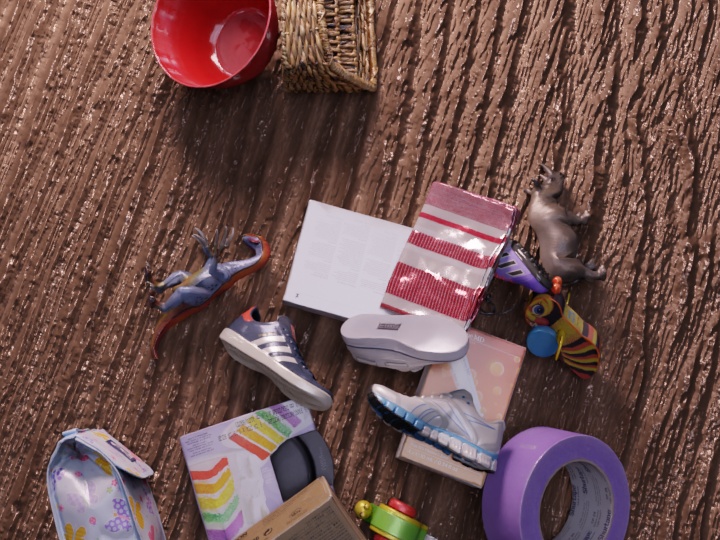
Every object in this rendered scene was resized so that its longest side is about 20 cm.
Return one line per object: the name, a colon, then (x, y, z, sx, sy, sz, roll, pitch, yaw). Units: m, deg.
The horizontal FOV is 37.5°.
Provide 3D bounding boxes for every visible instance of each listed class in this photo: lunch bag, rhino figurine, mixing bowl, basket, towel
lunch bag: (-0.335, 0.307, 1.406, 0.125, 0.170, 0.203, -20, 81, -5)
rhino figurine: (0.291, -0.069, 1.560, 0.086, 0.060, 0.203, -11, 72, -9)
mixing bowl: (-0.193, -0.347, 1.539, 0.197, 0.108, 0.204, -4, 79, 23)
basket: (-0.045, -0.373, 1.550, 0.146, 0.143, 0.204, -1, 81, -3)
towel: (0.123, -0.018, 1.482, 0.142, 0.023, 0.202, 19, 78, 29)

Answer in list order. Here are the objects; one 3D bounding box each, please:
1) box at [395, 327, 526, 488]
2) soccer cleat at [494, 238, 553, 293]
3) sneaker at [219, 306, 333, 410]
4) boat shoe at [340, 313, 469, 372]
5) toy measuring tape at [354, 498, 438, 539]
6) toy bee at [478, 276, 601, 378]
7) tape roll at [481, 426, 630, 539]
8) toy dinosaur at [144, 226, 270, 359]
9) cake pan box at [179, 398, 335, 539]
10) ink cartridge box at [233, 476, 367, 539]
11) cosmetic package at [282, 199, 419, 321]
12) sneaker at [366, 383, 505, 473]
box: (0.139, 0.187, 1.489, 0.122, 0.098, 0.203, 19, 80, 1)
soccer cleat: (0.196, -0.017, 1.508, 0.073, 0.068, 0.200, -48, 48, 6)
sneaker: (-0.103, 0.115, 1.478, 0.199, 0.075, 0.085, 32, 67, 24)
boat shoe: (0.066, 0.104, 1.451, 0.198, 0.066, 0.074, 8, 42, 38)
toy measuring tape: (0.082, 0.371, 1.470, 0.198, 0.074, 0.074, 27, 80, 2)
toy bee: (0.272, 0.070, 1.501, 0.197, 0.109, 0.132, 18, 40, -21)
tape roll: (0.267, 0.319, 1.439, 0.197, 0.085, 0.204, -1, 92, -32)
toy dinosaur: (-0.219, 0.011, 1.530, 0.178, 0.105, 0.203, -4, 118, -16)
cake pan box: (-0.135, 0.291, 1.482, 0.197, 0.052, 0.187, -16, 84, -7)
ink cartridge box: (-0.082, 0.405, 1.419, 0.199, 0.075, 0.166, -34, 107, -4)
cosmetic package: (0.000, 0.000, 1.536, 0.197, 0.052, 0.153, 16, 78, -1)
sneaker: (0.104, 0.189, 1.409, 0.198, 0.075, 0.088, 28, 73, -5)
